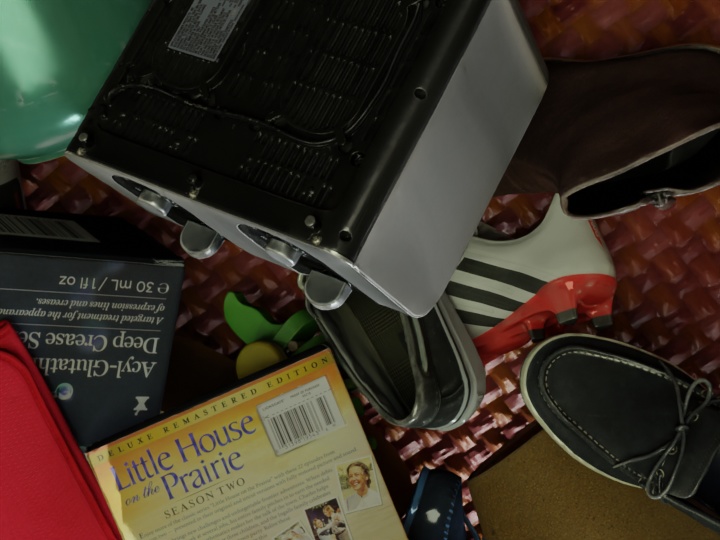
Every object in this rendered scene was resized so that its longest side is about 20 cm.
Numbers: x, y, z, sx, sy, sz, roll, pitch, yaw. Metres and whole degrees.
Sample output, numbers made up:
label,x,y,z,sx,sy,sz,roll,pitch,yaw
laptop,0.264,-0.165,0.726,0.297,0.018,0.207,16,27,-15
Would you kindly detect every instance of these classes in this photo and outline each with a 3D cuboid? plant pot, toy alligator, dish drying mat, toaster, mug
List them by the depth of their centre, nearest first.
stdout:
label,x,y,z,sx,sy,sz,roll,pitch,yaw
toaster,-0.021,-0.093,0.797,0.180,0.119,0.200,20,76,29
dish drying mat,-0.177,0.127,0.853,0.077,0.018,0.200,-31,118,-17
mug,-0.174,-0.131,0.877,0.152,0.185,0.115,-26,109,-7
toy alligator,-0.018,0.092,0.923,0.054,0.059,0.200,-31,77,19
plant pot,0.160,0.173,0.924,0.186,0.186,0.200,-38,86,21

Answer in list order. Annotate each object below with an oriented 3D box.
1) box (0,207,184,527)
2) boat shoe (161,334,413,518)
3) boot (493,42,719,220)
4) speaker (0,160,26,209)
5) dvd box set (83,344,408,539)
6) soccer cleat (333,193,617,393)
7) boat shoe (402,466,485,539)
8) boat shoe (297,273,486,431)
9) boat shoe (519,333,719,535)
label,x,y,z,sx,sy,sz,roll,pitch,yaw
box,-0.200,0.071,0.896,0.148,0.107,0.201,4,104,-31
boat shoe,-0.062,0.103,0.987,0.200,0.071,0.070,31,151,0
boot,0.105,-0.066,0.831,0.199,0.166,0.073,-18,107,16
speaker,-0.237,0.003,0.965,0.081,0.081,0.201,-2,110,10
dvd box set,-0.047,0.160,0.874,0.146,0.029,0.201,-24,96,-8
soccer cleat,0.060,0.018,0.932,0.200,0.069,0.085,-24,64,35
boat shoe,0.058,0.198,0.988,0.068,0.084,0.200,13,137,15
boat shoe,0.000,0.000,0.887,0.072,0.071,0.200,-43,68,23
boat shoe,0.175,0.094,0.844,0.200,0.062,0.075,34,80,12
